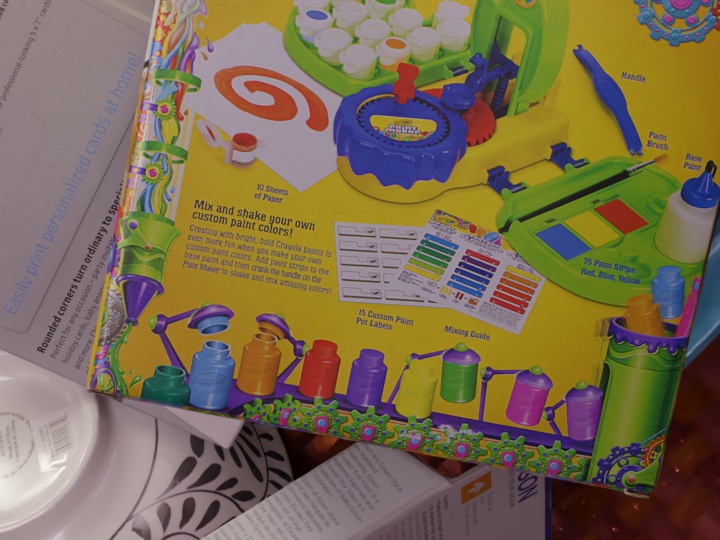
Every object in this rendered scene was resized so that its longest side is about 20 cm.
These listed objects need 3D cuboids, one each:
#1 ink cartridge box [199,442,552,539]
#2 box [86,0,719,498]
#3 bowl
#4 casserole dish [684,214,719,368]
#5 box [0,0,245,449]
[{"bbox_3d":[-0.017,0.144,1.083,0.200,0.197,0.043,-31,60,-16],"label":"ink cartridge box"},{"bbox_3d":[0.021,-0.044,0.970,0.199,0.122,0.193,11,102,-4],"label":"box"},{"bbox_3d":[-0.134,0.091,1.135,0.200,0.094,0.201,-8,57,13],"label":"bowl"},{"bbox_3d":[0.136,-0.021,1.099,0.200,0.121,0.039,-47,64,13],"label":"casserole dish"},{"bbox_3d":[-0.106,-0.037,1.067,0.199,0.041,0.156,24,115,-11],"label":"box"}]
